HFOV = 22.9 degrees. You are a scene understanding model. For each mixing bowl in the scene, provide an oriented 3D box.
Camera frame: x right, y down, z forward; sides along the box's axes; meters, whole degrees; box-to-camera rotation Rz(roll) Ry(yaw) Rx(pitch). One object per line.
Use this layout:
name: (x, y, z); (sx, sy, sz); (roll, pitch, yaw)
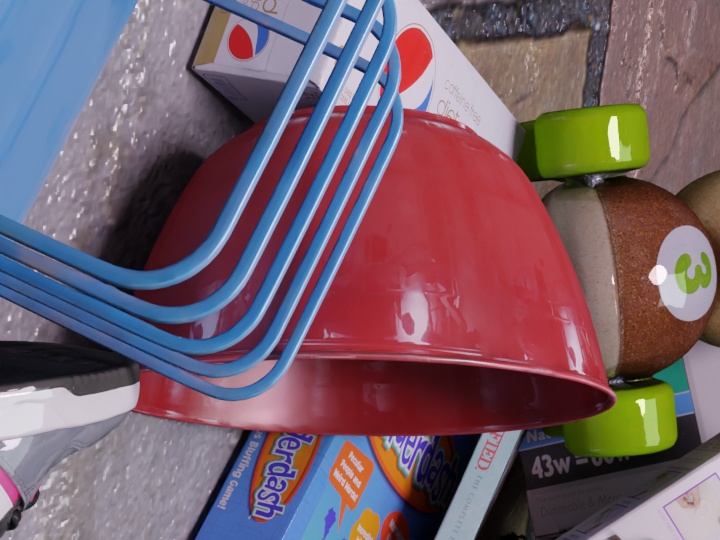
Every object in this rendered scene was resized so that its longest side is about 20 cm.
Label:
mixing bowl: (0.000, 0.000, 0.702); (0.200, 0.200, 0.109); (24, 65, -61)

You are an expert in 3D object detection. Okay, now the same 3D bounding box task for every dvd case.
dvd case: (0.050, 0.143, 0.934); (0.200, 0.022, 0.146); (100, 16, -67)

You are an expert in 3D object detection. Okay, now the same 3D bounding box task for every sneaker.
sneaker: (-0.146, 0.095, 0.563); (0.200, 0.084, 0.121); (-15, 110, -50)

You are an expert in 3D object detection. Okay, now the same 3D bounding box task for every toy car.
toy car: (0.187, -0.004, 0.894); (0.158, 0.200, 0.165); (-151, -125, -87)

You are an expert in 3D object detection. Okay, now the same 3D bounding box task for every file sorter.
file sorter: (-0.063, -0.052, 0.518); (0.200, 0.123, 0.139); (77, 38, -77)

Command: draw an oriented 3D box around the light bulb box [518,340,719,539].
light bulb box: (0.211, 0.083, 1.054); (0.200, 0.198, 0.125); (17, 60, -64)

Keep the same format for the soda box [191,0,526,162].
soda box: (0.006, -0.075, 0.791); (0.200, 0.064, 0.068); (39, 66, -60)

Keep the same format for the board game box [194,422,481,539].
board game box: (-0.014, 0.123, 0.859); (0.200, 0.045, 0.152); (-64, 150, -24)

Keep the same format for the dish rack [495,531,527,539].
dish rack: (0.070, 0.258, 1.042); (0.153, 0.054, 0.200); (73, 39, -60)

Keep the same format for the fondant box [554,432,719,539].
fondant box: (0.165, 0.174, 0.862); (0.200, 0.144, 0.058); (-32, 180, -7)
